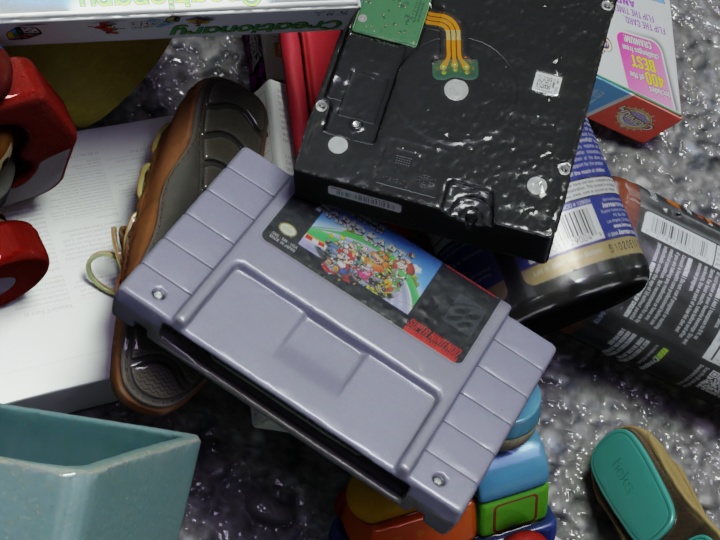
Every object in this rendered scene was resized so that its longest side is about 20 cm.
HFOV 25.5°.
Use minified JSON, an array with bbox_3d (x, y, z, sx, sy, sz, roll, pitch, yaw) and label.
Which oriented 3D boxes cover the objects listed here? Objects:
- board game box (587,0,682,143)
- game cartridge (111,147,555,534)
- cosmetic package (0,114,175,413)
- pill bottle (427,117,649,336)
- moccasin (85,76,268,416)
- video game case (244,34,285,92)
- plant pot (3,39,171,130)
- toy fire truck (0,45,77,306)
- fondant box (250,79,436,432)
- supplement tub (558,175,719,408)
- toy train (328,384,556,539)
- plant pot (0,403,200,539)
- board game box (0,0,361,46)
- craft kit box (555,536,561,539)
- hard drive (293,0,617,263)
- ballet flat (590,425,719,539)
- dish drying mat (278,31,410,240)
[{"bbox_3d":[0.149,-0.205,1.105,0.152,0.040,0.201,20,56,-30],"label":"board game box"},{"bbox_3d":[-0.009,0.028,0.805,0.199,0.038,0.130,33,54,5],"label":"game cartridge"},{"bbox_3d":[-0.174,0.003,0.899,0.199,0.052,0.152,-12,69,-26],"label":"cosmetic package"},{"bbox_3d":[0.080,-0.065,0.916,0.111,0.112,0.201,-15,79,-27],"label":"pill bottle"},{"bbox_3d":[-0.102,-0.012,0.870,0.073,0.078,0.203,22,55,-29],"label":"moccasin"},{"bbox_3d":[0.012,-0.197,1.078,0.199,0.036,0.183,0,67,-22],"label":"video game case"},{"bbox_3d":[-0.187,-0.164,0.913,0.142,0.199,0.201,41,54,-28],"label":"plant pot"},{"bbox_3d":[-0.229,-0.047,0.774,0.199,0.168,0.113,-20,75,-27],"label":"toy fire truck"},{"bbox_3d":[0.000,0.000,0.936,0.144,0.058,0.201,13,57,-35],"label":"fondant box"},{"bbox_3d":[0.221,0.026,1.011,0.199,0.107,0.107,25,59,-9],"label":"supplement tub"},{"bbox_3d":[0.008,0.123,0.855,0.199,0.116,0.085,-14,42,-14],"label":"toy train"},{"bbox_3d":[-0.197,0.164,0.711,0.194,0.196,0.202,7,90,8],"label":"plant pot"},{"bbox_3d":[-0.106,-0.180,0.796,0.199,0.035,0.127,-5,77,-20],"label":"board game box"},{"bbox_3d":[0.119,0.269,0.891,0.197,0.049,0.201,31,58,-2],"label":"craft kit box"},{"bbox_3d":[0.057,-0.112,0.847,0.139,0.038,0.201,14,66,6],"label":"hard drive"},{"bbox_3d":[0.190,0.168,0.917,0.063,0.069,0.201,36,25,-31],"label":"ballet flat"},{"bbox_3d":[-0.011,-0.100,0.935,0.076,0.018,0.201,17,52,-38],"label":"dish drying mat"}]
